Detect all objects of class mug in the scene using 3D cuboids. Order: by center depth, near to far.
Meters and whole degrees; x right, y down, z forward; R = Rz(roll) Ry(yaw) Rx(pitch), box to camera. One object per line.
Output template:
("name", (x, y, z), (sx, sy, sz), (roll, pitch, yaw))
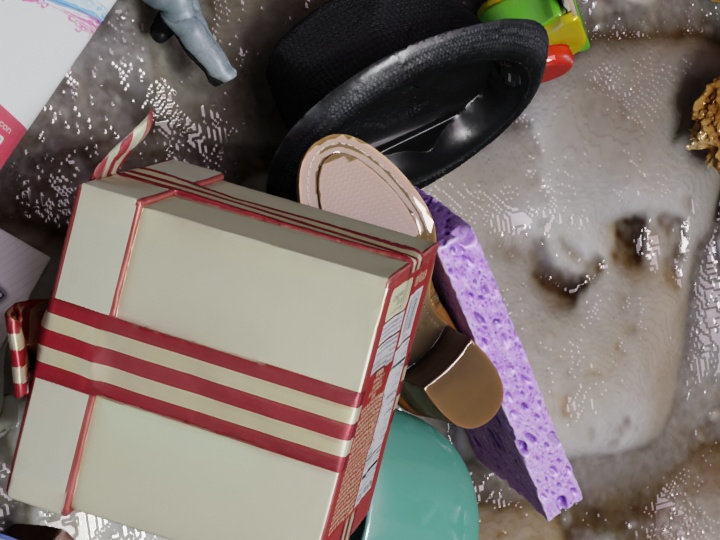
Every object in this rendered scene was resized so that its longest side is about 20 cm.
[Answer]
("mug", (-0.014, 0.160, 1.306), (0.114, 0.184, 0.153), (18, 56, -39))

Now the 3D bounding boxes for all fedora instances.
("fedora", (0.014, -0.117, 1.341), (0.199, 0.201, 0.092), (-18, 64, -33))

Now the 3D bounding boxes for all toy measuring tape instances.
("toy measuring tape", (0.102, -0.163, 1.387), (0.200, 0.073, 0.074), (40, 49, -75))

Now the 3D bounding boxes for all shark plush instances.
("shark plush", (-0.131, -0.197, 1.267), (0.090, 0.083, 0.202), (-20, 99, -33))

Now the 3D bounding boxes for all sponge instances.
("sponge", (0.072, 0.049, 1.356), (0.030, 0.112, 0.201), (-28, 115, -11))

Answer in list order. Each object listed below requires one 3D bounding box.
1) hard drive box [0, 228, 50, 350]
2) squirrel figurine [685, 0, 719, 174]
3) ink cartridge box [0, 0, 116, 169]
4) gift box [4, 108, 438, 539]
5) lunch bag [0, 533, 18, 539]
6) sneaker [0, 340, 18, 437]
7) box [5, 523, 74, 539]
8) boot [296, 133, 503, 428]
("hard drive box", (-0.283, 0.018, 1.113), (0.199, 0.077, 0.157), (29, 60, -9))
("squirrel figurine", (0.315, -0.143, 1.535), (0.187, 0.141, 0.200), (49, 61, -15))
("ink cartridge box", (-0.225, -0.156, 1.166), (0.145, 0.145, 0.201), (42, 67, -25))
("gift box", (-0.072, 0.029, 1.136), (0.185, 0.185, 0.202), (15, 95, 8))
("lunch bag", (-0.251, 0.199, 1.099), (0.198, 0.162, 0.083), (5, 45, -2))
("sneaker", (-0.232, 0.094, 1.194), (0.084, 0.073, 0.201), (32, 70, -26))
("box", (-0.151, 0.247, 1.243), (0.100, 0.075, 0.200), (-48, 111, -26))
("boot", (0.000, 0.000, 1.301), (0.077, 0.155, 0.200), (-43, 113, -11))
